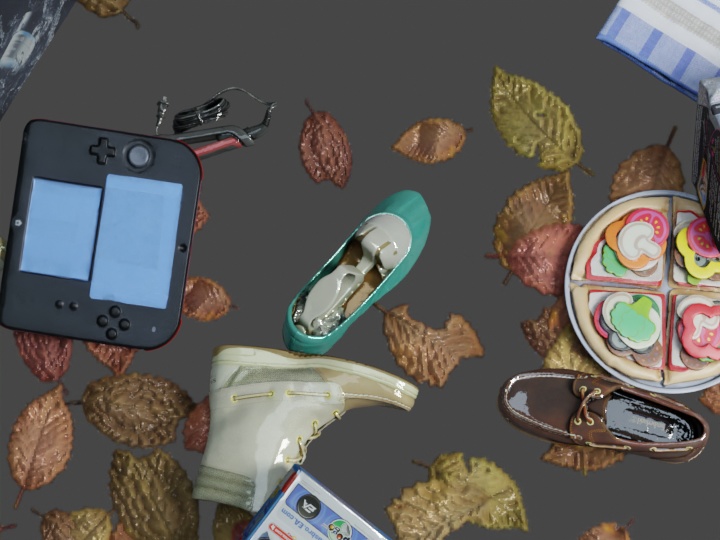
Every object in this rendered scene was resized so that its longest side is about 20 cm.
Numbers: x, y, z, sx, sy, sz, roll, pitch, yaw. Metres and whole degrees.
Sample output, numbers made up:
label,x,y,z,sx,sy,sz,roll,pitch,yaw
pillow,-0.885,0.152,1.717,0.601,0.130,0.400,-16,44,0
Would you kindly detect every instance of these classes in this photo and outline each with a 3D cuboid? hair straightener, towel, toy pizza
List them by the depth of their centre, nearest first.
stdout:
label,x,y,z,sx,sy,sz,roll,pitch,yaw
toy pizza,0.293,0.016,1.562,0.197,0.032,0.203,0,73,-1
hair straightener,-0.177,-0.139,1.602,0.198,0.041,0.078,-19,77,1
towel,0.345,-0.276,1.640,0.146,0.024,0.201,33,80,8

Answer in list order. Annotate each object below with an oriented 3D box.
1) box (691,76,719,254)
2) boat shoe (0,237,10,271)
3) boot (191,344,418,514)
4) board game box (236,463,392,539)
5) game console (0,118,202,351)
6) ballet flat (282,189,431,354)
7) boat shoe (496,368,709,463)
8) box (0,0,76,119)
label,x,y,z,sx,sy,sz,roll,pitch,yaw
box,0.421,-0.109,1.527,0.197,0.133,0.116,-8,43,-2
boat shoe,-0.416,-0.069,1.576,0.063,0.073,0.201,-41,83,-16
boot,-0.052,0.157,1.520,0.197,0.072,0.157,7,77,7
board game box,-0.040,0.311,1.458,0.199,0.056,0.196,39,86,-7
game console,-0.246,-0.033,1.560,0.174,0.031,0.203,9,88,-5
ballet flat,0.000,0.000,1.555,0.067,0.070,0.200,39,80,9
boat shoe,0.226,0.130,1.525,0.197,0.070,0.071,10,77,4
box,-0.378,-0.241,1.548,0.116,0.197,0.201,28,78,6
